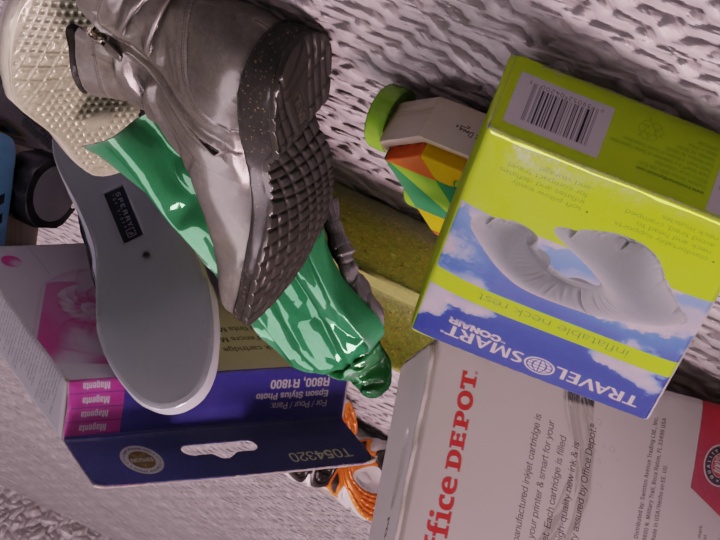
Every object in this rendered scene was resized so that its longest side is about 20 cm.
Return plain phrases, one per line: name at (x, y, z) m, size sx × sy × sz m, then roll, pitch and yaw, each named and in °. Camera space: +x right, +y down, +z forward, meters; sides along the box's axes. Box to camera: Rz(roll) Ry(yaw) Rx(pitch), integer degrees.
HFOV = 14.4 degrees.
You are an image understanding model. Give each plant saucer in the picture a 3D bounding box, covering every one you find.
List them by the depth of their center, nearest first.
plant saucer at (0.000, 0.000, 1.619) m, size 0.199 × 0.048 × 0.200 m, roll 25°, pitch 166°, yaw 18°

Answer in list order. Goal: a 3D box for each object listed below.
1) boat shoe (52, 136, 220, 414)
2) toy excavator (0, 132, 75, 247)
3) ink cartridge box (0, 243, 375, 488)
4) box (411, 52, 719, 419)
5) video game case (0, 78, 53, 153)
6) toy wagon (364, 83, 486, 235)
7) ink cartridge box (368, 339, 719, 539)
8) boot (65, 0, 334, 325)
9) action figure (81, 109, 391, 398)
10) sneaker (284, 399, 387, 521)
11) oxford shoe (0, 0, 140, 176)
boat shoe at (-0.120, 0.000, 1.659) m, size 0.091 × 0.071 × 0.201 m, roll 60°, pitch -169°, yaw -66°
toy excavator at (-0.273, -0.055, 1.715) m, size 0.100 × 0.195 × 0.200 m, roll 20°, pitch -162°, yaw 38°
ink cartridge box at (-0.112, 0.049, 1.694) m, size 0.196 × 0.043 × 0.200 m, roll -3°, pitch -146°, yaw -35°
box at (0.096, -0.006, 1.249) m, size 0.122 × 0.048 × 0.200 m, roll 22°, pitch 149°, yaw 2°
video game case at (-0.284, -0.125, 1.817) m, size 0.200 × 0.023 × 0.182 m, roll 20°, pitch 164°, yaw 40°
toy wagon at (0.087, -0.021, 1.365) m, size 0.155 × 0.040 × 0.200 m, roll 24°, pitch 166°, yaw 25°
ink cartridge box at (0.110, 0.132, 1.542) m, size 0.199 × 0.145 × 0.084 m, roll 14°, pitch 166°, yaw -11°
boot at (-0.082, -0.073, 1.407) m, size 0.130 × 0.068 × 0.200 m, roll 27°, pitch 140°, yaw 19°
action figure at (-0.044, -0.012, 1.497) m, size 0.118 × 0.055 × 0.200 m, roll -21°, pitch 110°, yaw 36°
sneaker at (-0.044, 0.125, 2.146) m, size 0.092 × 0.076 × 0.200 m, roll 25°, pitch 166°, yaw 36°
oxford shoe at (-0.153, -0.113, 1.493) m, size 0.058 × 0.075 × 0.200 m, roll 63°, pitch 178°, yaw 22°
